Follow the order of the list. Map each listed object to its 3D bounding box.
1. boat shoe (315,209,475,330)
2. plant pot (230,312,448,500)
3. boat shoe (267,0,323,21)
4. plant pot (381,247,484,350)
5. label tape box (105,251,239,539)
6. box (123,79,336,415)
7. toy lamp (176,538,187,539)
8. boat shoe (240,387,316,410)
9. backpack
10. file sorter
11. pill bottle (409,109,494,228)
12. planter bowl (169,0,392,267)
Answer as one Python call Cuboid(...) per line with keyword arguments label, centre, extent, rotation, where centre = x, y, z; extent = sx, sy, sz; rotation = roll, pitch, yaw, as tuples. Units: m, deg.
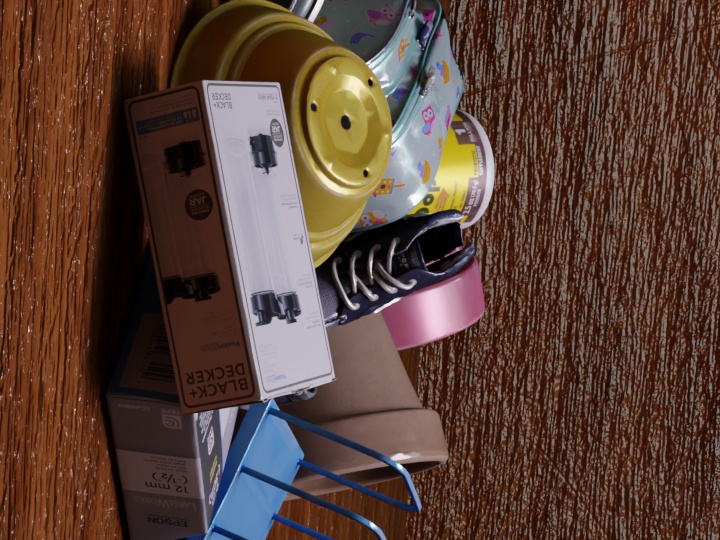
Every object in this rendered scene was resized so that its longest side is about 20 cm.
Cuboid(label="boat shoe", centre=(0.000, 0.000, 1.573), extent=(0.199, 0.092, 0.075), rotation=(-30, 101, -37))
Cuboid(label="plant pot", centre=(-0.038, 0.093, 1.670), extent=(0.200, 0.198, 0.176), rotation=(60, 18, -78))
Cuboid(label="boat shoe", centre=(-0.056, -0.273, 1.510), extent=(0.061, 0.072, 0.202), rotation=(7, 95, -48))
Cuboid(label="plant pot", centre=(0.008, -0.030, 1.917), extent=(0.200, 0.198, 0.181), rotation=(-60, 139, -74))
Cuboid(label="label tape box", centre=(-0.120, 0.099, 1.382), extent=(0.201, 0.065, 0.144), rotation=(87, 11, -46))
Cuboid(label="box", centre=(-0.082, -0.016, 1.281), extent=(0.116, 0.060, 0.202), rotation=(-12, 91, -66))
Cuboid(label="toy lamp", centre=(-0.111, 0.125, 1.525), extent=(0.058, 0.058, 0.201), rotation=(87, 8, -51))
Cuboid(label="boat shoe", centre=(-0.081, 0.018, 1.461), extent=(0.074, 0.067, 0.201), rotation=(-67, 146, -56))
Cuboid(label="backpack", centre=(-0.017, -0.131, 1.605), extent=(0.154, 0.174, 0.201), rotation=(64, 31, -49))
Cuboid(label="file sorter", centre=(-0.052, 0.218, 1.439), extent=(0.139, 0.122, 0.201), rotation=(70, 42, -67))
Cuboid(label="pill bottle", centre=(0.012, -0.085, 1.764), extent=(0.109, 0.198, 0.111), rotation=(12, -76, 56))
Cuboid(label="planter bowl", centre=(-0.036, -0.098, 1.414), extent=(0.199, 0.083, 0.203), rotation=(9, 78, -48))
